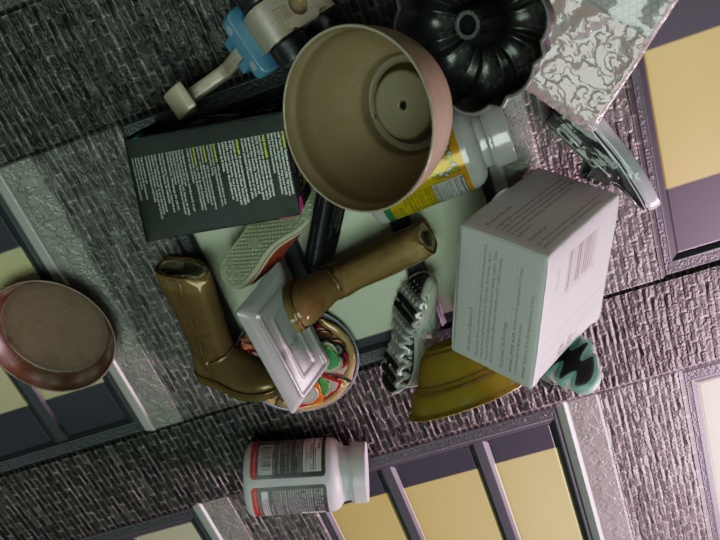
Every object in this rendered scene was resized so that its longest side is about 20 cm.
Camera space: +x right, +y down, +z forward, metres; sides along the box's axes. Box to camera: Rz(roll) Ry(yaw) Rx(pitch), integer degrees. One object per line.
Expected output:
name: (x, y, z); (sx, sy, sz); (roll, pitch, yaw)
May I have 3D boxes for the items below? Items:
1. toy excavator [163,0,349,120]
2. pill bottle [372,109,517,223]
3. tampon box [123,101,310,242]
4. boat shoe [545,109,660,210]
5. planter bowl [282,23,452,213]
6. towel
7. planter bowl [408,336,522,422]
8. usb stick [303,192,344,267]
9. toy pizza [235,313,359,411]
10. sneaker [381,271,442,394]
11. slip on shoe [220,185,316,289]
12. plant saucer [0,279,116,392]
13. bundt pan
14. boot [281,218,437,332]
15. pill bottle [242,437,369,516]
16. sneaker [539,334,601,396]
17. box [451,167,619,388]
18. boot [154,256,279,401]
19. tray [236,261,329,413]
toy excavator: (-0.133, -0.265, 1.056); (0.101, 0.194, 0.199); (53, 152, -7)
pill bottle: (0.097, -0.146, 1.127); (0.196, 0.114, 0.114); (-20, 120, 12)
tampon box: (-0.171, -0.129, 1.098); (0.195, 0.150, 0.129); (-8, 106, 5)
boat shoe: (0.317, -0.148, 1.156); (0.071, 0.072, 0.200); (-39, 104, 18)
planter bowl: (0.026, -0.183, 1.005); (0.196, 0.134, 0.205); (13, 114, 29)
towel: (0.250, -0.298, 1.052); (0.198, 0.032, 0.193); (33, 118, 1)
planter bowl: (0.146, 0.137, 1.246); (0.196, 0.200, 0.085); (-21, 91, 12)
usb stick: (-0.044, -0.073, 1.167); (0.033, 0.055, 0.202); (44, 150, 18)
toy pizza: (-0.099, 0.145, 1.350); (0.195, 0.032, 0.204); (0, 121, 0)
sneaker: (0.088, 0.090, 1.305); (0.079, 0.076, 0.204); (-1, 122, -22)
slip on shoe: (-0.116, -0.056, 1.215); (0.074, 0.061, 0.201); (44, 103, 14)
plant saucer: (-0.462, 0.093, 1.315); (0.195, 0.035, 0.204); (-1, 122, -1)
bundt pan: (0.140, -0.288, 1.024); (0.198, 0.075, 0.207); (11, 111, 31)
boot: (0.000, 0.000, 1.190); (0.197, 0.175, 0.067); (-24, 102, 17)
pill bottle: (-0.085, 0.332, 1.416); (0.194, 0.117, 0.118); (-3, 122, 2)
sneaker: (0.299, 0.144, 1.266); (0.077, 0.201, 0.141); (-35, 123, 0)
box: (0.228, 0.005, 1.153); (0.129, 0.198, 0.204); (24, 130, 33)
boot: (-0.201, 0.086, 1.258); (0.171, 0.066, 0.204); (6, 125, 26)
tray: (-0.099, 0.098, 1.237); (0.022, 0.108, 0.203); (8, 135, 38)
